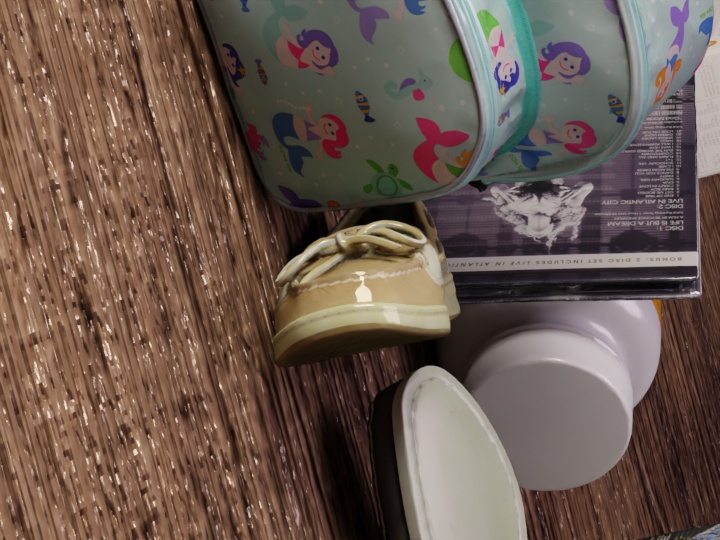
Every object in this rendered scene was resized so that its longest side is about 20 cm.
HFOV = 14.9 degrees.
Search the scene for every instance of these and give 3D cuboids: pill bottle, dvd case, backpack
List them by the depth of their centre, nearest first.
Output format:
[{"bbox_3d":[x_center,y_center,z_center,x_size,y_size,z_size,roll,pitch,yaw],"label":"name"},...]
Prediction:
[{"bbox_3d":[0.036,-0.116,1.116,0.151,0.199,0.178,-45,123,-49],"label":"backpack"},{"bbox_3d":[0.091,-0.049,1.346,0.200,0.148,0.016,-82,168,-53],"label":"dvd case"},{"bbox_3d":[0.094,0.013,1.369,0.200,0.111,0.111,-83,154,-52],"label":"pill bottle"}]

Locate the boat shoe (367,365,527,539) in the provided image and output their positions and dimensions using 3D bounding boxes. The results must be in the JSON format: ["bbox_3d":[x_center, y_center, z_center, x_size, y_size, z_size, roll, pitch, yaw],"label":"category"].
[{"bbox_3d":[0.038,0.140,1.169,0.072,0.060,0.202,-28,103,-46],"label":"boat shoe"}]

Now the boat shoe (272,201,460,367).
[{"bbox_3d":[0.003,-0.001,1.127,0.201,0.073,0.063,-19,99,-78],"label":"boat shoe"}]

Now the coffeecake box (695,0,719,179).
[{"bbox_3d":[0.172,-0.100,1.574,0.154,0.199,0.073,-59,133,-68],"label":"coffeecake box"}]

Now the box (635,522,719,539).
[{"bbox_3d":[0.136,0.165,1.299,0.200,0.159,0.044,-26,103,-75],"label":"box"}]
